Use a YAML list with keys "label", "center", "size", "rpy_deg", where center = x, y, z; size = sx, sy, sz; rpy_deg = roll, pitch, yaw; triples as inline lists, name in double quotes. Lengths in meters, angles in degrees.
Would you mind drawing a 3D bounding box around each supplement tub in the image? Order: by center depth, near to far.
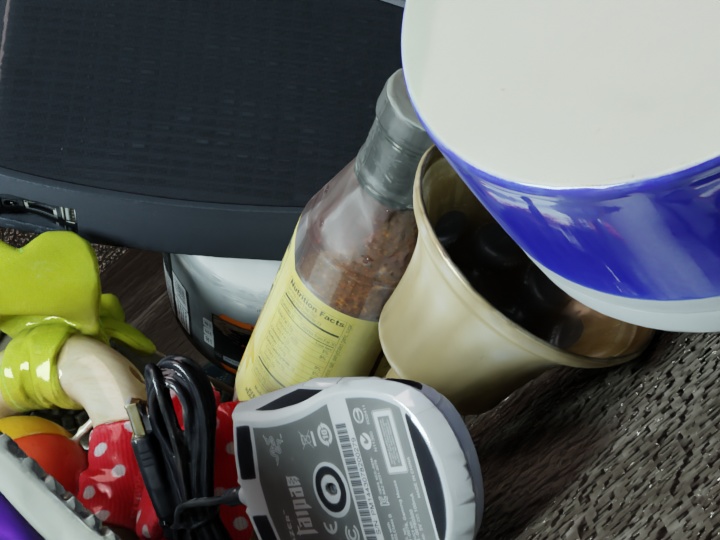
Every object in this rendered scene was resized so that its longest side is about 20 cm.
- label: "supplement tub"
  center: [-0.039, -0.015, 1.040]
  size: [0.122, 0.123, 0.200]
  rpy_deg: [-43, -10, -13]

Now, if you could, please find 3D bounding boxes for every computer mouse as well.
- label: "computer mouse"
  center: [-0.014, 0.077, 0.750]
  size: [0.044, 0.110, 0.200]
  rpy_deg: [-16, 3, -38]

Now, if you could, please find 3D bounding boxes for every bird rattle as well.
- label: "bird rattle"
  center: [-0.123, 0.084, 0.911]
  size: [0.163, 0.200, 0.113]
  rpy_deg: [-47, -29, 9]

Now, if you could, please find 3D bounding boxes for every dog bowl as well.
- label: "dog bowl"
  center: [0.114, -0.085, 0.659]
  size: [0.199, 0.079, 0.201]
  rpy_deg: [-22, 46, 25]

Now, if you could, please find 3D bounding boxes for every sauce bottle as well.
- label: "sauce bottle"
  center: [0.000, 0.000, 0.877]
  size: [0.066, 0.066, 0.200]
  rpy_deg: [-51, -10, -48]

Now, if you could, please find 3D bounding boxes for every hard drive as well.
- label: "hard drive"
  center: [-0.070, -0.076, 0.930]
  size: [0.042, 0.199, 0.136]
  rpy_deg: [97, 179, -72]

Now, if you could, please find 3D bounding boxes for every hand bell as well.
- label: "hand bell"
  center: [0.012, 0.054, 0.792]
  size: [0.200, 0.104, 0.104]
  rpy_deg: [-51, 2, 35]

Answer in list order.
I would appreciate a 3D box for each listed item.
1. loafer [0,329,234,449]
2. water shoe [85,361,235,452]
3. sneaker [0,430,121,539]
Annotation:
- label: "loafer"
  center: [-0.143, 0.052, 1.040]
  size: [0.068, 0.200, 0.076]
  rpy_deg: [10, 68, 52]
- label: "water shoe"
  center: [-0.132, 0.095, 1.156]
  size: [0.071, 0.079, 0.200]
  rpy_deg: [-31, 14, 48]
- label: "sneaker"
  center: [-0.124, 0.112, 0.674]
  size: [0.100, 0.200, 0.070]
  rpy_deg: [-48, -12, -11]
